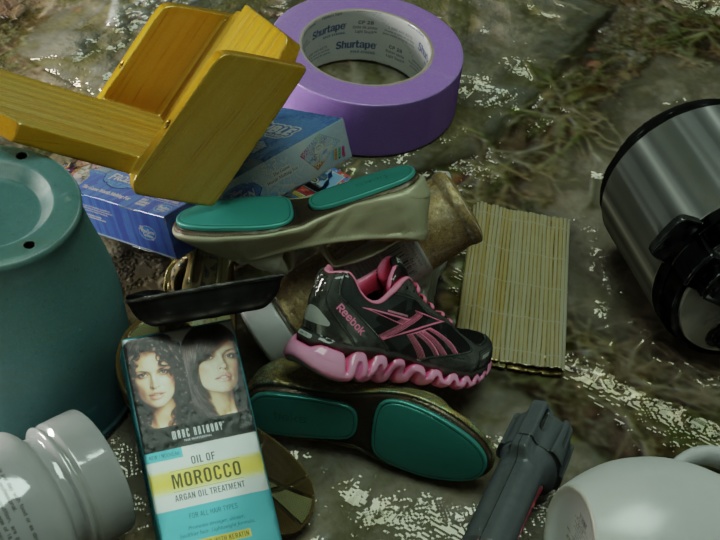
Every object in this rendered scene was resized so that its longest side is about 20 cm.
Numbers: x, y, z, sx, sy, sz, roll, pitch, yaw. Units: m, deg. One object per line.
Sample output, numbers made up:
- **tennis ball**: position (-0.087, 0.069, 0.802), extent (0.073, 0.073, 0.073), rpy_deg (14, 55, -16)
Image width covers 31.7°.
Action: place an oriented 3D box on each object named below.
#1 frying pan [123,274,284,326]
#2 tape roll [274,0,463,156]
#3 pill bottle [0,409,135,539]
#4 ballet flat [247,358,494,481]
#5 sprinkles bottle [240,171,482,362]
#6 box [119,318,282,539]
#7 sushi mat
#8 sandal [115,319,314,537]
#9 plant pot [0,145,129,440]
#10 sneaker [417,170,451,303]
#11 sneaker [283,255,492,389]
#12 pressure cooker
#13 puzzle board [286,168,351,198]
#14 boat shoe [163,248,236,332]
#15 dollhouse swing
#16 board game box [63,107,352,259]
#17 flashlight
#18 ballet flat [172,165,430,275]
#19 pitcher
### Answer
- **frying pan**: position (-0.139, 0.025, 0.917), extent (0.190, 0.031, 0.115), rpy_deg (-11, -1, 36)
- **tape roll**: position (0.003, -0.204, 1.304), extent (0.199, 0.066, 0.201), rpy_deg (3, 44, -3)
- **pill bottle**: position (-0.258, 0.177, 0.837), extent (0.200, 0.114, 0.113), rpy_deg (-27, 53, -30)
- **ballet flat**: position (0.009, 0.109, 0.982), extent (0.199, 0.071, 0.071), rpy_deg (12, 44, 5)
- **sprinkles bottle**: position (0.000, 0.000, 1.024), extent (0.200, 0.068, 0.068), rpy_deg (-32, 50, 1)
- **box**: position (-0.108, 0.140, 0.879), extent (0.082, 0.049, 0.201), rpy_deg (-11, 73, -14)
- **sushi mat**: position (0.138, 0.012, 1.132), extent (0.095, 0.012, 0.200), rpy_deg (10, 43, 2)
- **sandal**: position (-0.115, 0.122, 0.947), extent (0.080, 0.054, 0.200), rpy_deg (-36, 80, -33)
- **plant pot**: position (-0.270, 0.017, 0.948), extent (0.199, 0.188, 0.200), rpy_deg (3, 43, -3)
- **sneaker**: position (0.033, -0.022, 1.112), extent (0.082, 0.077, 0.200), rpy_deg (8, 43, 11)
- **sneaker**: position (0.034, 0.038, 0.982), extent (0.200, 0.096, 0.079), rpy_deg (8, 4, -43)
- **pressure cooker**: position (0.316, -0.025, 1.082), extent (0.175, 0.179, 0.200), rpy_deg (-17, 46, -3)
- **puzzle board**: position (-0.132, -0.094, 1.206), extent (0.200, 0.017, 0.151), rpy_deg (29, 48, 22)
- **boat shoe**: position (-0.136, 0.019, 1.046), extent (0.062, 0.073, 0.200), rpy_deg (-1, 46, -8)
- **dollhouse swing**: position (-0.182, -0.163, 1.001), extent (0.176, 0.182, 0.200), rpy_deg (31, 9, -29)
- **board game box**: position (-0.146, -0.089, 1.106), extent (0.199, 0.044, 0.200), rpy_deg (-33, 33, -34)
- **flashlight**: position (0.101, 0.188, 0.904), extent (0.068, 0.068, 0.200), rpy_deg (41, 45, -6)
- **ballet flat**: position (-0.042, -0.029, 0.972), extent (0.199, 0.070, 0.070), rpy_deg (-10, 44, 5)
- **pitcher**: position (0.228, 0.181, 0.905), extent (0.199, 0.122, 0.172), rpy_deg (5, 26, -18)
